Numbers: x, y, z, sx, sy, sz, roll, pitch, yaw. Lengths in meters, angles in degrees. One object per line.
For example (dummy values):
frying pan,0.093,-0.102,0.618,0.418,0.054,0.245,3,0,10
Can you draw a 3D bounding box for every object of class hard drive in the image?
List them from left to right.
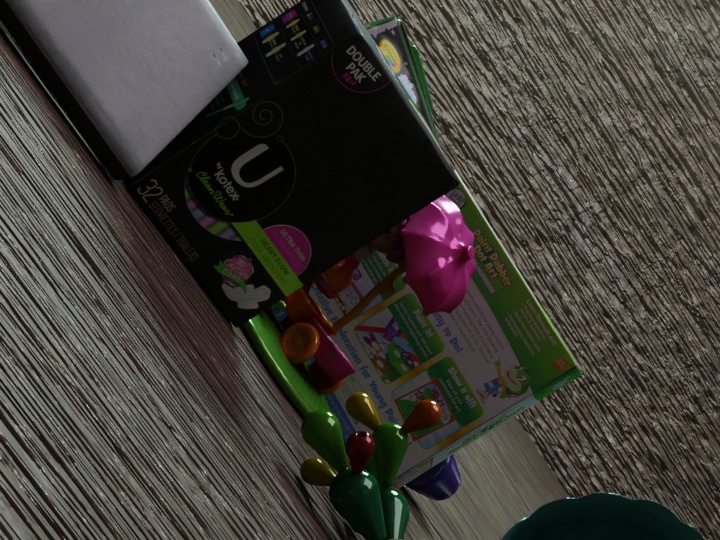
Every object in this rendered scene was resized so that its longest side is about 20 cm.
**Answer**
hard drive,-0.177,-0.182,1.348,0.033,0.140,0.200,-9,-58,48

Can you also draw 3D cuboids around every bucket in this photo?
bucket,0.197,0.287,1.630,0.207,0.207,0.135,58,-3,13

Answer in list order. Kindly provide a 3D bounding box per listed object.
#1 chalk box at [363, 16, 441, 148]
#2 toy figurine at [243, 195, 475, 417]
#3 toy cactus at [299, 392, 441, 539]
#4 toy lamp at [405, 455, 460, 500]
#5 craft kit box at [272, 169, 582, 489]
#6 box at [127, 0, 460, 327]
chalk box,-0.024,-0.134,1.668,0.124,0.200,0.125,-7,-76,51
toy figurine,0.000,0.000,1.560,0.150,0.184,0.200,52,7,-50
toy cactus,0.029,0.180,1.345,0.165,0.102,0.200,-99,166,-54
toy lamp,0.031,0.139,1.743,0.200,0.058,0.058,53,7,-41
craft kit box,0.048,0.052,1.630,0.200,0.197,0.049,60,6,18
box,-0.055,-0.087,1.458,0.149,0.200,0.124,55,5,-28
